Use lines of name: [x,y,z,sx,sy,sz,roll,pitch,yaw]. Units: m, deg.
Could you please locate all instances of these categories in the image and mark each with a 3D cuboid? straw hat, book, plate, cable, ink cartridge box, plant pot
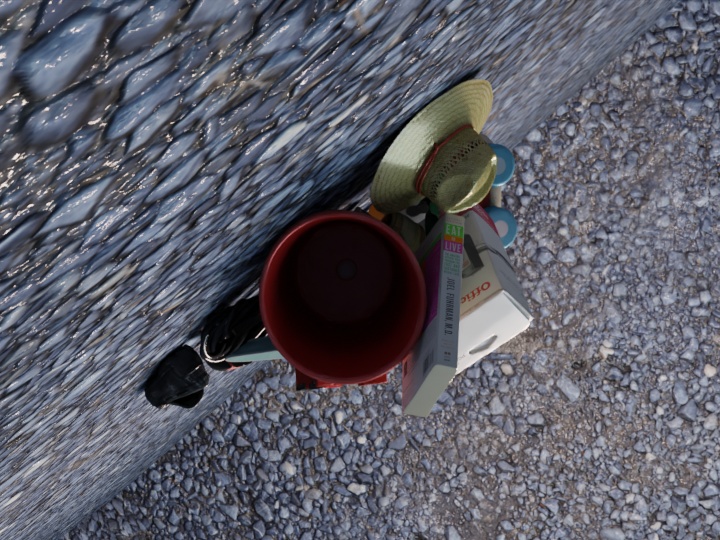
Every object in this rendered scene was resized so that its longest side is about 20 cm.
straw hat: [0.112,-0.119,1.250,0.200,0.085,0.202,-38,157,-19]
book: [0.086,0.052,1.265,0.134,0.047,0.203,115,-15,-57]
plate: [-0.084,0.099,1.429,0.196,0.026,0.200,-6,172,-1]
cable: [-0.143,0.076,1.465,0.161,0.052,0.200,-23,168,2]
ink cartridge box: [0.126,0.017,1.413,0.145,0.085,0.202,-35,-137,18]
plant pot: [-0.020,0.016,1.297,0.200,0.201,0.177,-40,-172,7]

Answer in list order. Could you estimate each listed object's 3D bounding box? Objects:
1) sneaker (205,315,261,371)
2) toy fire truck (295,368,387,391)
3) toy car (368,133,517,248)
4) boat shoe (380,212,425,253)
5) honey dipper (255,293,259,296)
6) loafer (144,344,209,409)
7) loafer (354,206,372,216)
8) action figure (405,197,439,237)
sneaker: [-0.153,0.087,1.634,0.199,0.074,0.087,-39,179,-16]
toy fire truck: [-0.017,0.130,1.424,0.138,0.050,0.200,-4,173,-15]
toy car: [0.107,-0.109,1.588,0.196,0.181,0.184,-6,-170,-16]
boat shoe: [0.001,0.001,1.438,0.200,0.063,0.074,-43,-144,24]
honey dipper: [-0.093,0.002,1.535,0.199,0.038,0.038,-36,176,-18]
loafer: [-0.257,0.166,1.509,0.068,0.071,0.201,-37,176,-29]
loafer: [-0.042,-0.030,1.481,0.199,0.063,0.072,-32,168,-47]
action figure: [0.092,-0.132,1.451,0.200,0.054,0.120,-68,164,-67]
